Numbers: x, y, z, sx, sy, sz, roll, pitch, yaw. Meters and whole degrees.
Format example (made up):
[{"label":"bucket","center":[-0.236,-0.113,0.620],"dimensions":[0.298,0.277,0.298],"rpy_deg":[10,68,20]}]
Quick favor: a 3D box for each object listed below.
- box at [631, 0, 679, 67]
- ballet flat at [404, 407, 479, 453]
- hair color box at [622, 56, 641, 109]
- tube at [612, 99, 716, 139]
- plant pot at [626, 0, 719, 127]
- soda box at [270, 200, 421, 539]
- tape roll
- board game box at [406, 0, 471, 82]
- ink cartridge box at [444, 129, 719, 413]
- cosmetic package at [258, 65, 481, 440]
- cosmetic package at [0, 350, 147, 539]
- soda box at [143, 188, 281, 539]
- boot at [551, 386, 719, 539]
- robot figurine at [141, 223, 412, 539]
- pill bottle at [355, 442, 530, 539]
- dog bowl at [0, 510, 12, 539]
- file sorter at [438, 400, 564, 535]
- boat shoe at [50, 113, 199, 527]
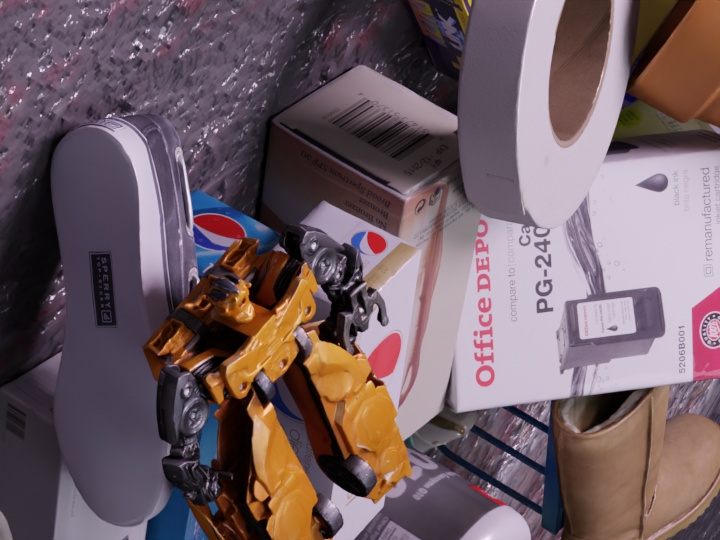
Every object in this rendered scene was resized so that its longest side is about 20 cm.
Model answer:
[{"label":"box","center":[0.162,-0.161,1.507],"dimensions":[0.200,0.050,0.075],"rpy_deg":[-55,180,33]},{"label":"ballet flat","center":[0.044,0.076,1.600],"dimensions":[0.067,0.070,0.200],"rpy_deg":[-48,154,-26]},{"label":"hair color box","center":[0.196,-0.173,1.630],"dimensions":[0.109,0.065,0.200],"rpy_deg":[-43,152,-36]},{"label":"tube","center":[0.134,-0.054,1.566],"dimensions":[0.200,0.058,0.052],"rpy_deg":[-28,-176,-9]},{"label":"plant pot","center":[0.270,-0.152,1.452],"dimensions":[0.200,0.140,0.200],"rpy_deg":[-56,180,-1]},{"label":"soda box","center":[-0.020,0.065,1.307],"dimensions":[0.068,0.064,0.200],"rpy_deg":[-45,152,-41]},{"label":"tape roll","center":[0.106,-0.122,1.339],"dimensions":[0.203,0.037,0.204],"rpy_deg":[13,90,-69]},{"label":"board game box","center":[0.088,-0.211,1.385],"dimensions":[0.166,0.057,0.200],"rpy_deg":[-53,156,-11]},{"label":"ink cartridge box","center":[0.134,-0.001,1.489],"dimensions":[0.199,0.083,0.146],"rpy_deg":[-7,103,-14]},{"label":"cosmetic package","center":[0.000,0.000,1.392],"dimensions":[0.087,0.103,0.200],"rpy_deg":[-35,144,-41]},{"label":"cosmetic package","center":[-0.153,0.132,1.300],"dimensions":[0.083,0.051,0.200],"rpy_deg":[-36,146,-45]},{"label":"soda box","center":[-0.093,0.062,1.317],"dimensions":[0.064,0.068,0.200],"rpy_deg":[-36,146,-47]},{"label":"boot","center":[0.192,0.110,1.639],"dimensions":[0.175,0.066,0.200],"rpy_deg":[-46,151,-28]},{"label":"robot figurine","center":[-0.041,0.068,1.171],"dimensions":[0.145,0.058,0.200],"rpy_deg":[-49,141,-24]},{"label":"pill bottle","center":[0.035,0.178,1.535],"dimensions":[0.114,0.200,0.114],"rpy_deg":[-45,152,-32]},{"label":"dog bowl","center":[-0.252,0.171,1.122],"dimensions":[0.200,0.074,0.200],"rpy_deg":[-45,152,-32]},{"label":"file sorter","center":[0.130,0.050,1.677],"dimensions":[0.139,0.123,0.200],"rpy_deg":[-44,151,-31]},{"label":"boat shoe","center":[-0.108,0.023,1.196],"dimensions":[0.068,0.072,0.201],"rpy_deg":[-19,107,-56]}]
